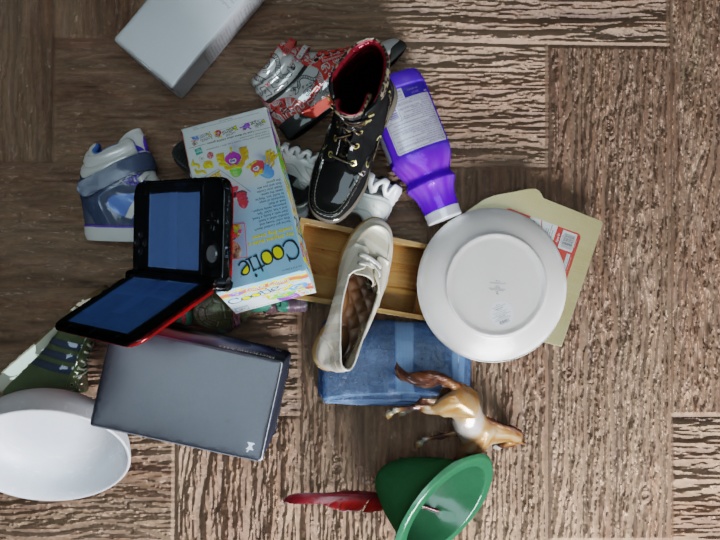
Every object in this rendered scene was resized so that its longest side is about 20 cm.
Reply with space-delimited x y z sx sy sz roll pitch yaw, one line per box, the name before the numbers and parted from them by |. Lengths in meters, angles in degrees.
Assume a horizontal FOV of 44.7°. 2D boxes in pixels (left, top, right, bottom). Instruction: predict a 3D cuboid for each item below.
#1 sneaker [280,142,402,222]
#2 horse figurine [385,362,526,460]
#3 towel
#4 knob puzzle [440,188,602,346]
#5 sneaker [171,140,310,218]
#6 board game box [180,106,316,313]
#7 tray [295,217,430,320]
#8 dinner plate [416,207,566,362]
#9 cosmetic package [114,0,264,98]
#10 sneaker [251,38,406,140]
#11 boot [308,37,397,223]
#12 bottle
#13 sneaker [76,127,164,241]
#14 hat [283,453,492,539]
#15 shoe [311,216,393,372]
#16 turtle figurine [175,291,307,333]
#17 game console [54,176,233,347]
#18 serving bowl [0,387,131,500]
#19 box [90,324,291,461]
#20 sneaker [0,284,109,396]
sneaker | -0.050 -0.111 1.141 0.199 0.075 0.081 21 97 -1
horse figurine | 0.116 0.189 1.113 0.132 0.050 0.200 -22 123 18
towel | 0.044 0.121 1.146 0.199 0.049 0.112 2 88 -1
knob puzzle | 0.198 -0.013 1.159 0.219 0.030 0.221 0 90 -5
sneaker | -0.159 -0.100 1.133 0.200 0.089 0.074 29 50 13
board game box | -0.127 -0.067 1.014 0.105 0.103 0.201 -14 74 0
tray | 0.000 0.000 1.117 0.199 0.037 0.099 11 88 -27
dinner plate | 0.172 0.018 1.127 0.199 0.024 0.201 0 89 -6
cosmetic package | -0.212 -0.336 1.139 0.102 0.074 0.200 41 90 0
sneaker | -0.045 -0.271 1.144 0.201 0.067 0.108 -37 92 1
boot | -0.013 -0.164 1.028 0.073 0.151 0.200 25 81 8
bottle | 0.074 -0.158 1.140 0.083 0.065 0.201 -21 87 -10
sneaker | -0.263 -0.111 1.127 0.199 0.081 0.147 0 93 4
hat | 0.044 0.262 1.138 0.176 0.200 0.166 36 124 36
shoe | 0.000 0.031 1.069 0.070 0.053 0.201 22 83 -25
turtle figurine | -0.169 0.030 1.102 0.199 0.101 0.150 -12 130 -20
game console | -0.237 -0.016 0.942 0.118 0.200 0.173 -1 93 -42
serving bowl | -0.385 0.207 1.087 0.199 0.200 0.066 -6 45 -2
box | -0.194 0.138 1.065 0.199 0.198 0.124 12 89 -2
sneaker | -0.373 0.115 1.128 0.200 0.067 0.090 -41 91 3
